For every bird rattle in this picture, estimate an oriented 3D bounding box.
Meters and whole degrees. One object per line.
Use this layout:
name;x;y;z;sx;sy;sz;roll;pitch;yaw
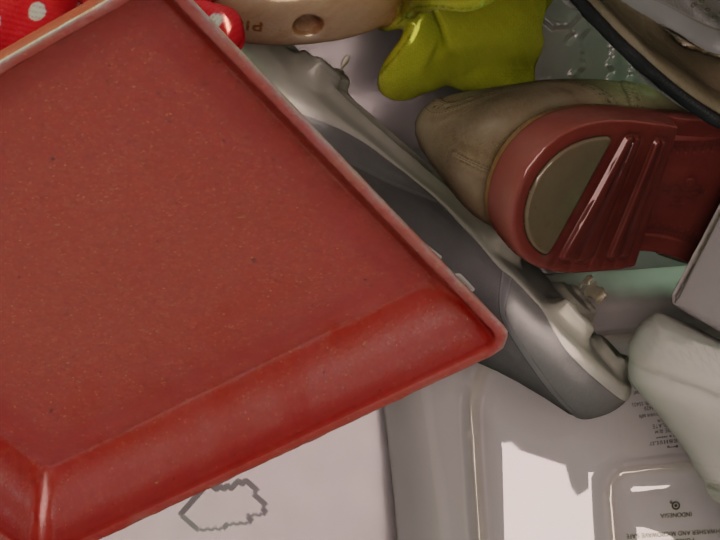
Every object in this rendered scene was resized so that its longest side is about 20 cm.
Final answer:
bird rattle;-0.032;-0.110;0.792;0.199;0.163;0.113;-11;140;-5

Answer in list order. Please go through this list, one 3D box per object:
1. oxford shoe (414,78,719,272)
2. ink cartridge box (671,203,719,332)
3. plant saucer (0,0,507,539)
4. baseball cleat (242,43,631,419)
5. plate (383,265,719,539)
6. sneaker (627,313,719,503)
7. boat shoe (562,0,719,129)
oxford shoe;0.106;-0.040;0.816;0.200;0.075;0.071;7;111;-42
ink cartridge box;0.224;0.032;0.777;0.200;0.145;0.084;26;93;-35
plant saucer;-0.086;0.000;0.746;0.199;0.037;0.200;-26;136;20
baseball cleat;0.000;0.000;0.825;0.200;0.070;0.106;44;98;15
plate;0.112;0.095;0.847;0.199;0.032;0.201;-4;83;-5
sneaker;0.155;0.096;0.790;0.200;0.075;0.089;37;92;-17
boat shoe;0.083;-0.109;0.699;0.200;0.075;0.061;33;49;-41
